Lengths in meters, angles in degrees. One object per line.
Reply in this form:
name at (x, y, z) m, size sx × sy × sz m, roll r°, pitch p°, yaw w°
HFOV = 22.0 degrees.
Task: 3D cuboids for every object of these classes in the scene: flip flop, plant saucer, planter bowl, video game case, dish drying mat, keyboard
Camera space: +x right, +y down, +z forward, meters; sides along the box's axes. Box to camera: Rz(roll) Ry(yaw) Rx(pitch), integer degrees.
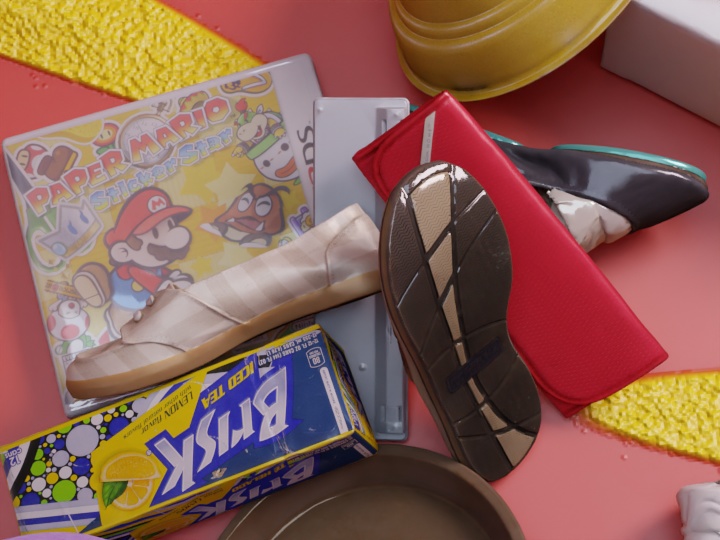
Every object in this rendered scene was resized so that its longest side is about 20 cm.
flip flop at (0.050, 0.030, 1.033) m, size 0.081 × 0.200 × 0.058 m, roll -34°, pitch 35°, yaw -20°
plant saucer at (0.002, 0.190, 1.021) m, size 0.200 × 0.029 × 0.200 m, roll -10°, pitch 56°, yaw 15°
planter bowl at (0.075, -0.203, 1.071) m, size 0.200 × 0.083 × 0.201 m, roll -28°, pitch 42°, yaw 28°
video game case at (-0.102, -0.022, 1.121) m, size 0.200 × 0.023 × 0.182 m, roll -16°, pitch 74°, yaw 0°
dish drying mat at (0.084, -0.006, 1.048) m, size 0.077 × 0.018 × 0.200 m, roll -35°, pitch 101°, yaw 27°
keyboard at (0.000, 0.000, 1.076) m, size 0.056 × 0.011 × 0.200 m, roll 2°, pitch 97°, yaw 15°

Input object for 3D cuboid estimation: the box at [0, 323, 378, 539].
box at (-0.097, 0.102, 1.050) m, size 0.200 × 0.064 × 0.070 m, roll -22°, pitch 70°, yaw 7°

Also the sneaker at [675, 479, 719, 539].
sneaker at (0.271, 0.175, 1.022) m, size 0.200 × 0.078 × 0.100 m, roll 6°, pitch 84°, yaw 12°

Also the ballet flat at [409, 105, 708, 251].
ballet flat at (0.099, -0.044, 1.084) m, size 0.200 × 0.073 × 0.073 m, roll 13°, pitch 76°, yaw 13°

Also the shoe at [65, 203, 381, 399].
shoe at (-0.078, 0.019, 1.053) m, size 0.200 × 0.070 × 0.053 m, roll -21°, pitch 92°, yaw 1°

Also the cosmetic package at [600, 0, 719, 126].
cosmetic package at (0.276, -0.177, 1.088) m, size 0.200 × 0.123 × 0.200 m, roll 28°, pitch 78°, yaw 12°

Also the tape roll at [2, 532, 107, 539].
tape roll at (-0.177, 0.233, 0.953) m, size 0.200 × 0.066 × 0.200 m, roll -13°, pitch 41°, yaw 11°
